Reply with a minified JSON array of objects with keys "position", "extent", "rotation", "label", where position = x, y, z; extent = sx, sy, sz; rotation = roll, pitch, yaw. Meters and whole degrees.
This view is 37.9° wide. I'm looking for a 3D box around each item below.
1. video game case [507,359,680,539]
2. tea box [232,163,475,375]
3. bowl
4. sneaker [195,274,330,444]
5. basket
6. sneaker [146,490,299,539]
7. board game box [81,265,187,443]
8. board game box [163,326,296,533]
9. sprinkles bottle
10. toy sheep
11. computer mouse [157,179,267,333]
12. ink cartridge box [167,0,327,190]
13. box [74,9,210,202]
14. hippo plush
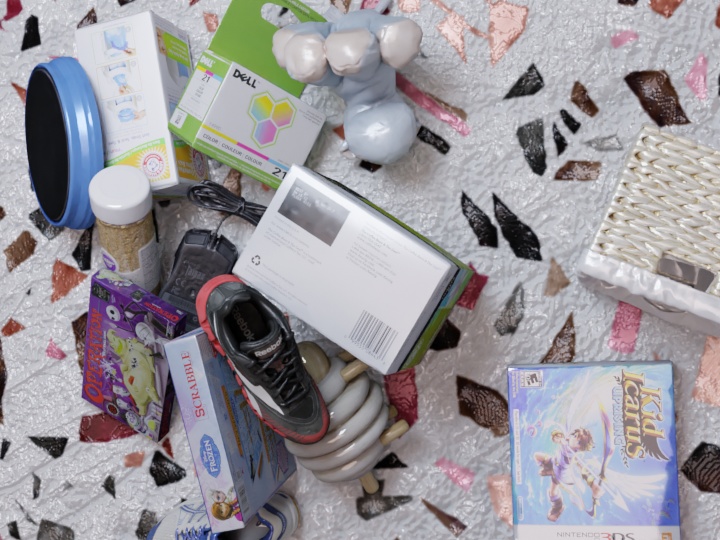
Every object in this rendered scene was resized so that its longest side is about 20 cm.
[{"position":[0.254,0.202,1.148],"extent":[0.178,0.045,0.204],"rotation":[-3,88,13],"label":"video game case"},{"position":[0.000,0.000,1.136],"extent":[0.198,0.196,0.135],"rotation":[33,97,13],"label":"tea box"},{"position":[-0.355,-0.149,1.242],"extent":[0.200,0.039,0.205],"rotation":[19,113,56],"label":"bowl"},{"position":[-0.091,0.094,1.056],"extent":[0.070,0.098,0.202],"rotation":[-35,100,-17],"label":"sneaker"},{"position":[0.334,-0.031,1.057],"extent":[0.195,0.200,0.163],"rotation":[21,91,13],"label":"basket"},{"position":[-0.173,0.303,1.228],"extent":[0.197,0.088,0.077],"rotation":[-19,86,14],"label":"sneaker"},{"position":[-0.269,0.103,1.232],"extent":[0.119,0.032,0.202],"rotation":[30,130,17],"label":"board game box"},{"position":[-0.138,0.156,1.153],"extent":[0.040,0.199,0.204],"rotation":[-13,92,13],"label":"board game box"},{"position":[-0.266,-0.026,1.208],"extent":[0.067,0.202,0.069],"rotation":[2,48,-2],"label":"sprinkles bottle"},{"position":[-0.025,0.167,1.177],"extent":[0.136,0.138,0.202],"rotation":[-26,104,11],"label":"toy sheep"},{"position":[-0.162,0.001,1.258],"extent":[0.138,0.046,0.203],"rotation":[17,100,-9],"label":"computer mouse"},{"position":[-0.106,-0.212,1.187],"extent":[0.076,0.147,0.202],"rotation":[34,99,49],"label":"ink cartridge box"},{"position":[-0.256,-0.187,1.247],"extent":[0.100,0.112,0.204],"rotation":[-10,87,13],"label":"box"},{"position":[-0.010,-0.198,1.168],"extent":[0.156,0.200,0.163],"rotation":[-12,114,-6],"label":"hippo plush"}]
